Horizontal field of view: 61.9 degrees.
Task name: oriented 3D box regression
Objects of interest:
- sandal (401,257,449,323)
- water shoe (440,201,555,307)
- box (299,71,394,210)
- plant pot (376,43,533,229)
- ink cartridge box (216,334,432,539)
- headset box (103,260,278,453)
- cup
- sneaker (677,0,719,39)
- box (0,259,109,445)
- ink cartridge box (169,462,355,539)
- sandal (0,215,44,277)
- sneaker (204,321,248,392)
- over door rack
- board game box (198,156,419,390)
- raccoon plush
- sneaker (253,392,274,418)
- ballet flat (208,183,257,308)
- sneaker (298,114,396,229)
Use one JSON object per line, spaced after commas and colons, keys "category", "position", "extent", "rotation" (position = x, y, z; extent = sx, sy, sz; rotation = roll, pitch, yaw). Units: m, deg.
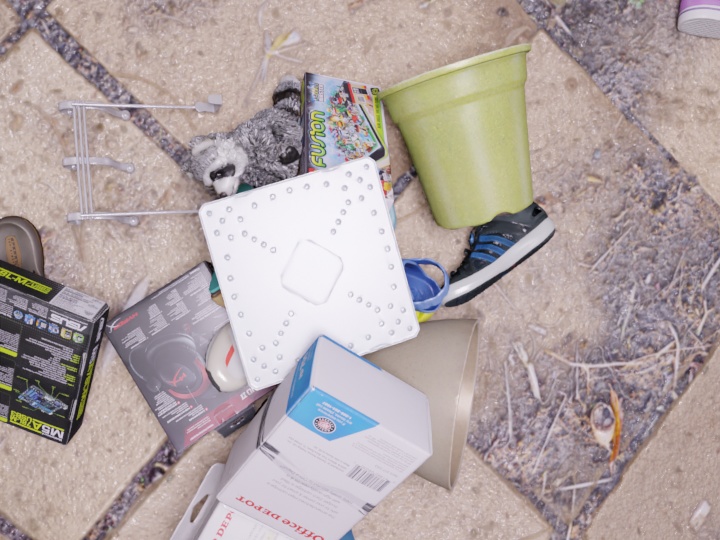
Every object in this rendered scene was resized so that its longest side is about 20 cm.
{"category": "sandal", "position": [0.029, 0.006, 0.718], "extent": [0.196, 0.087, 0.082], "rotation": [11, 68, -27]}
{"category": "water shoe", "position": [0.172, -0.026, 0.822], "extent": [0.198, 0.072, 0.080], "rotation": [-33, 75, -13]}
{"category": "box", "position": [-0.021, -0.159, 0.746], "extent": [0.107, 0.035, 0.204], "rotation": [6, 54, -15]}
{"category": "plant pot", "position": [0.136, -0.160, 0.761], "extent": [0.196, 0.200, 0.189], "rotation": [-18, 102, -7]}
{"category": "ink cartridge box", "position": [-0.040, 0.189, 0.635], "extent": [0.145, 0.087, 0.201], "rotation": [31, 120, -15]}
{"category": "headset box", "position": [-0.203, 0.114, 0.757], "extent": [0.147, 0.075, 0.203], "rotation": [-32, 93, -7]}
{"category": "cup", "position": [0.064, 0.152, 0.750], "extent": [0.140, 0.200, 0.206], "rotation": [8, 88, 17]}
{"category": "sneaker", "position": [0.567, -0.394, 0.872], "extent": [0.195, 0.073, 0.117], "rotation": [12, 84, -7]}
{"category": "box", "position": [-0.412, 0.090, 0.704], "extent": [0.196, 0.048, 0.196], "rotation": [22, 117, -5]}
{"category": "ink cartridge box", "position": [-0.122, 0.328, 0.738], "extent": [0.198, 0.125, 0.130], "rotation": [33, 85, -6]}
{"category": "sandal", "position": [-0.415, 0.033, 0.740], "extent": [0.080, 0.055, 0.206], "rotation": [-9, 95, -7]}
{"category": "sneaker", "position": [-0.097, 0.064, 0.709], "extent": [0.071, 0.093, 0.199], "rotation": [56, 43, -5]}
{"category": "over door rack", "position": [-0.269, -0.137, 0.760], "extent": [0.195, 0.067, 0.152], "rotation": [-5, 89, -13]}
{"category": "board game box", "position": [-0.053, 0.002, 0.655], "extent": [0.195, 0.026, 0.205], "rotation": [-17, 94, -7]}
{"category": "raccoon plush", "position": [-0.146, -0.169, 0.745], "extent": [0.131, 0.098, 0.203], "rotation": [10, 46, -18]}
{"category": "sneaker", "position": [-0.061, 0.223, 0.774], "extent": [0.098, 0.070, 0.201], "rotation": [-31, 117, 19]}
{"category": "ballet flat", "position": [-0.142, -0.029, 0.746], "extent": [0.068, 0.203, 0.063], "rotation": [-29, 129, 32]}
{"category": "sneaker", "position": [-0.013, -0.130, 0.783], "extent": [0.074, 0.082, 0.201], "rotation": [-40, 94, -7]}
